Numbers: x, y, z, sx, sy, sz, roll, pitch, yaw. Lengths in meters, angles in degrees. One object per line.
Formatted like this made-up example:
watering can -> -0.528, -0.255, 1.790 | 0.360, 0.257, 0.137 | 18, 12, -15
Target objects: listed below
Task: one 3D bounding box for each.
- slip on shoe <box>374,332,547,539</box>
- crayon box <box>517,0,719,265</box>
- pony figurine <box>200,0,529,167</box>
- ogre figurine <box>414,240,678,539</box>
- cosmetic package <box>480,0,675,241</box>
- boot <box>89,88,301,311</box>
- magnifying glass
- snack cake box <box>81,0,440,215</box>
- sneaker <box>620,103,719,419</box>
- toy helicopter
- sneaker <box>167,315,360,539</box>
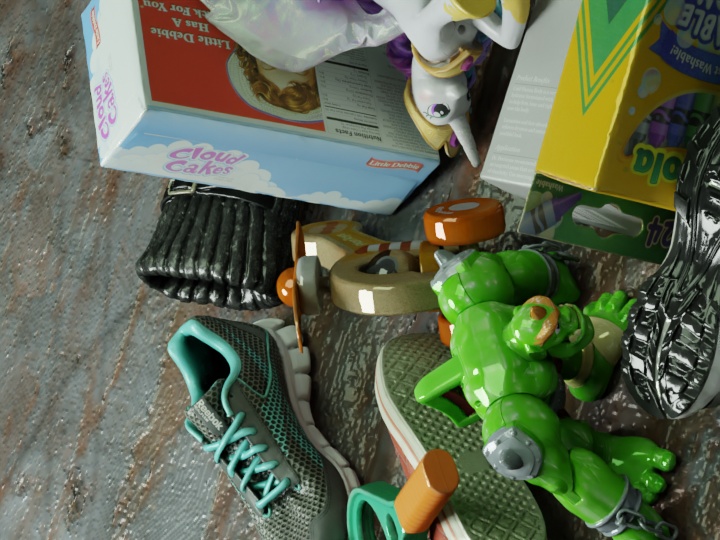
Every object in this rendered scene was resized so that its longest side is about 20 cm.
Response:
slip on shoe -> 0.052, 0.109, 1.608 | 0.200, 0.074, 0.061 | -113, 25, -44
crayon box -> 0.167, -0.100, 1.486 | 0.052, 0.126, 0.200 | 22, 98, 49
pony figurine -> 0.018, -0.166, 1.637 | 0.166, 0.200, 0.193 | -35, 73, -20
ogre figurine -> 0.099, 0.062, 1.534 | 0.098, 0.120, 0.200 | -21, 60, 41
cosmetic package -> 0.154, -0.125, 1.580 | 0.107, 0.090, 0.200 | 16, 83, 49
boot -> -0.114, -0.058, 1.843 | 0.211, 0.079, 0.158 | 4, 77, 47
magnifying glass -> 0.023, 0.140, 1.574 | 0.200, 0.022, 0.080 | 119, 135, -65
snack cake box -> -0.060, -0.109, 1.708 | 0.067, 0.200, 0.115 | -46, 43, 46
sneaker -> 0.201, -0.017, 1.466 | 0.074, 0.079, 0.200 | 39, 116, 37
toy helicopter -> 0.000, 0.000, 1.675 | 0.200, 0.132, 0.079 | -156, 54, -66
sneaker -> -0.066, 0.105, 1.715 | 0.078, 0.091, 0.200 | -47, 46, 25
